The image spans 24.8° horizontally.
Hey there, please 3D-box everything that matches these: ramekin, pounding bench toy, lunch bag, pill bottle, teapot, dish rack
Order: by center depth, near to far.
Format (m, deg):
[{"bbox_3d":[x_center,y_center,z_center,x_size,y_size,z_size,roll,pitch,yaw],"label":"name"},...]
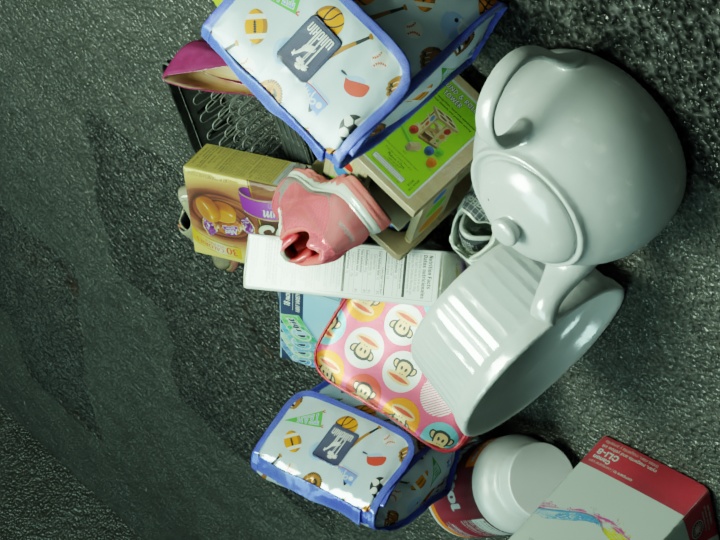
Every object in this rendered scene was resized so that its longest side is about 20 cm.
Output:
[{"bbox_3d":[0.161,-0.078,1.356,0.200,0.146,0.197,49,156,-1],"label":"teapot"},{"bbox_3d":[-0.008,-0.201,1.366,0.170,0.200,0.124,45,157,8],"label":"lunch bag"},{"bbox_3d":[0.014,-0.135,1.526,0.200,0.124,0.156,44,164,8],"label":"pounding bench toy"},{"bbox_3d":[0.141,0.053,1.535,0.098,0.200,0.201,47,157,19],"label":"ramekin"},{"bbox_3d":[0.067,0.077,1.742,0.200,0.177,0.082,33,-171,13],"label":"lunch bag"},{"bbox_3d":[-0.002,0.203,1.818,0.170,0.200,0.124,23,117,26],"label":"lunch bag"},{"bbox_3d":[-0.128,-0.158,1.828,0.200,0.055,0.154,32,153,39],"label":"dish rack"},{"bbox_3d":[0.163,0.249,1.893,0.113,0.113,0.200,50,155,-6],"label":"pill bottle"}]

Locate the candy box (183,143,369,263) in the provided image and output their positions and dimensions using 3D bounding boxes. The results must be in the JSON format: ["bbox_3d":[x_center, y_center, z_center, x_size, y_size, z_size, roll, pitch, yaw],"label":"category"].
[{"bbox_3d":[-0.090,-0.060,1.792,0.199,0.056,0.117,14,129,23],"label":"candy box"}]

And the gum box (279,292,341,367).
[{"bbox_3d":[0.007,0.073,1.880,0.199,0.045,0.170,18,150,8],"label":"gum box"}]

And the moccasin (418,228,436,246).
[{"bbox_3d":[0.011,-0.110,1.661,0.078,0.074,0.202,11,147,42],"label":"moccasin"}]

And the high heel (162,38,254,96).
[{"bbox_3d":[-0.111,-0.188,1.707,0.200,0.096,0.068,30,151,36],"label":"high heel"}]

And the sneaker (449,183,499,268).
[{"bbox_3d":[0.118,-0.033,1.579,0.076,0.080,0.200,37,156,19],"label":"sneaker"}]

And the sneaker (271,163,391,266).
[{"bbox_3d":[-0.052,-0.046,1.520,0.074,0.087,0.200,52,164,-17],"label":"sneaker"}]

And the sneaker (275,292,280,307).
[{"bbox_3d":[-0.104,-0.041,1.948,0.066,0.078,0.200,22,144,48],"label":"sneaker"}]

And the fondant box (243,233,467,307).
[{"bbox_3d":[0.000,0.000,1.651,0.199,0.058,0.144,7,-179,15],"label":"fondant box"}]

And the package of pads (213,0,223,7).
[{"bbox_3d":[-0.096,-0.306,1.535,0.155,0.068,0.200,57,155,-19],"label":"package of pads"}]

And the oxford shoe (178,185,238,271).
[{"bbox_3d":[-0.186,-0.059,2.012,0.200,0.074,0.071,91,174,-60],"label":"oxford shoe"}]

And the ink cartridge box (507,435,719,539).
[{"bbox_3d":[0.259,0.309,1.713,0.144,0.200,0.146,26,148,39],"label":"ink cartridge box"}]
